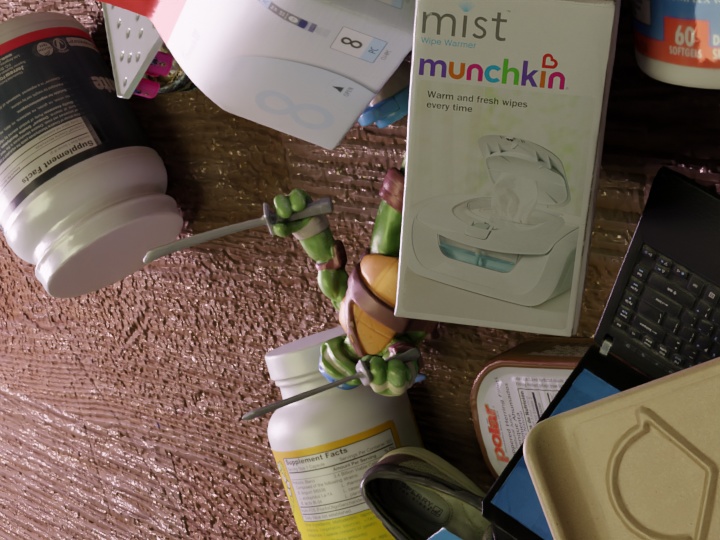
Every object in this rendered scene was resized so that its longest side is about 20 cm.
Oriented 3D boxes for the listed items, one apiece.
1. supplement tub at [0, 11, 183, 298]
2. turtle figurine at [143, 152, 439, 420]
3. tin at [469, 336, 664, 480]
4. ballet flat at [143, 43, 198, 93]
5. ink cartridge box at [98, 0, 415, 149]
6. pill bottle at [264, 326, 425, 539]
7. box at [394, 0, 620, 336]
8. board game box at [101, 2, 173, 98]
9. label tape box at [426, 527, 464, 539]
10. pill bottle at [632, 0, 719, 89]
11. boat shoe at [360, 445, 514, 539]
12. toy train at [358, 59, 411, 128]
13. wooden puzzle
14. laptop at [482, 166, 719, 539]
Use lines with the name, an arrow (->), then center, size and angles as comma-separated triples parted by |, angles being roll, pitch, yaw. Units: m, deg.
supplement tub -> -0.244, -0.094, 1.302 | 0.200, 0.140, 0.140 | 59, 143, 13
turtle figurine -> 0.000, 0.000, 1.001 | 0.194, 0.200, 0.144 | -54, 28, 23
tin -> 0.143, 0.098, 0.982 | 0.200, 0.042, 0.112 | -2, 101, 53
ballet flat -> -0.130, -0.215, 1.154 | 0.074, 0.074, 0.200 | 33, 131, 40
ink cartridge box -> -0.078, -0.146, 0.903 | 0.160, 0.200, 0.047 | 136, 150, -65
pill bottle -> -0.003, 0.143, 1.137 | 0.104, 0.104, 0.200 | -12, 97, 54
box -> 0.080, -0.094, 0.825 | 0.096, 0.200, 0.177 | 5, 120, 6
board game box -> -0.115, -0.242, 1.029 | 0.200, 0.026, 0.200 | -50, 41, 38
label tape box -> 0.096, 0.255, 1.010 | 0.200, 0.063, 0.144 | 30, 143, -10
pill bottle -> 0.176, -0.191, 0.726 | 0.112, 0.112, 0.200 | 17, 121, 48
boat shoe -> 0.084, 0.183, 1.030 | 0.201, 0.066, 0.072 | 31, 108, 17
toy train -> -0.039, -0.139, 1.074 | 0.200, 0.085, 0.116 | -14, 110, 56
wooden puzzle -> 0.203, 0.133, 0.802 | 0.200, 0.046, 0.186 | -22, 84, 22
laptop -> 0.180, 0.083, 0.837 | 0.177, 0.103, 0.200 | 32, 133, 20
